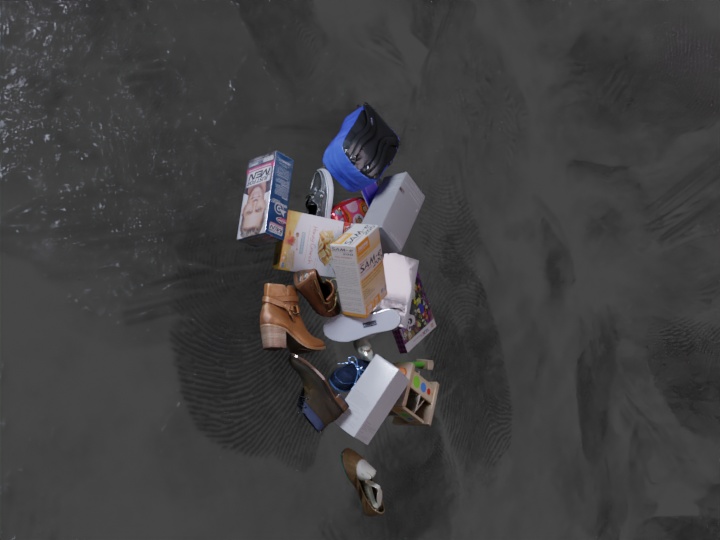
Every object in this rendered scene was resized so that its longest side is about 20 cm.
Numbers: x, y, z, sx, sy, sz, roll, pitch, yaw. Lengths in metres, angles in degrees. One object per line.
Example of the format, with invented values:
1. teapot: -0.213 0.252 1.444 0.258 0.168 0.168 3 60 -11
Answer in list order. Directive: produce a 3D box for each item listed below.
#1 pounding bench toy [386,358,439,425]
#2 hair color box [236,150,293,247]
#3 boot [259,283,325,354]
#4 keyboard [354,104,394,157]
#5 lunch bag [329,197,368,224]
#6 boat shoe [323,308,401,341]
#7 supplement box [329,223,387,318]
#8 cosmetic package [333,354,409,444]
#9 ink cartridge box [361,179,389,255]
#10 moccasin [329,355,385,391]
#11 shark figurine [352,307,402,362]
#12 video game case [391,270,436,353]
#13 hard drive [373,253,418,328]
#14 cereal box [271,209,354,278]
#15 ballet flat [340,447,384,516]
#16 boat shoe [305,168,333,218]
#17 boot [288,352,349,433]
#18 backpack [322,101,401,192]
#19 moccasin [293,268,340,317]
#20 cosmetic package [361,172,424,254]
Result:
1. pounding bench toy: 0.123 0.306 1.693 0.156 0.124 0.200 43 52 -36
2. hair color box: -0.217 -0.163 1.395 0.060 0.100 0.201 22 65 -45
3. boot: -0.154 0.115 1.440 0.200 0.074 0.155 20 62 -52
4. keyboard: 0.049 -0.420 1.837 0.200 0.021 0.127 45 51 -37
5. lunch bag: -0.032 -0.085 1.626 0.176 0.082 0.201 -28 103 -46
6. boat shoe: 0.007 0.139 1.560 0.068 0.199 0.072 50 27 -78
7. supplement box: 0.000 0.000 1.513 0.126 0.073 0.201 -45 134 -48
8. cosmetic package: 0.028 0.324 1.527 0.200 0.081 0.113 -55 150 -13
9. ink cartridge box: 0.064 -0.166 1.718 0.200 0.043 0.199 -76 144 -67
10. moccasin: -0.006 0.254 1.577 0.081 0.068 0.200 49 28 16
11. shark figurine: 0.021 0.166 1.642 0.215 0.128 0.090 -52 154 -44
12. video game case: 0.143 0.118 1.825 0.181 0.036 0.201 -33 107 -48
13. hard drive: 0.092 0.054 1.727 0.132 0.026 0.201 16 81 -32
14. cereal box: -0.111 -0.061 1.492 0.200 0.039 0.144 8 91 -35
15. ballet flat: 0.015 0.541 1.553 0.068 0.072 0.201 -31 106 -49
16. boat shoe: -0.111 -0.168 1.552 0.056 0.069 0.201 11 74 -39
17. boot: -0.120 0.288 1.427 0.097 0.075 0.200 -46 106 -18
18. backpack: -0.007 -0.305 1.621 0.162 0.168 0.200 39 50 -19
19. moccasin: -0.091 0.053 1.496 0.202 0.078 0.074 57 19 -48
20. cosmetic package: 0.085 -0.151 1.617 0.107 0.090 0.200 47 51 -36
